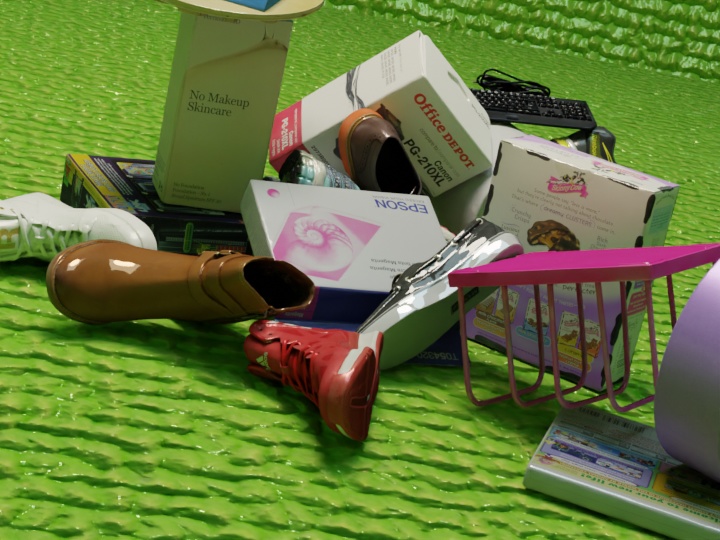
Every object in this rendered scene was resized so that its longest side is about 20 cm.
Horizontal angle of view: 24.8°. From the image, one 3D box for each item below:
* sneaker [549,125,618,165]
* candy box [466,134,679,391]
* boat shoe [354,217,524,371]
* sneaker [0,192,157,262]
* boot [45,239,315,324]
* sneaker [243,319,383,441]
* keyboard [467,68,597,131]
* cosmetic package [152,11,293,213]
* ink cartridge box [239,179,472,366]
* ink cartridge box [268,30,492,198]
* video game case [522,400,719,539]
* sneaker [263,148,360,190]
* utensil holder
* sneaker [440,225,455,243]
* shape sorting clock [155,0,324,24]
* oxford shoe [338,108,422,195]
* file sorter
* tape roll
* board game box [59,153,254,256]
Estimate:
[{"bbox_3d":[0.284,-0.071,1.863,0.084,0.202,0.074,-27,16,-11],"label":"sneaker"},{"bbox_3d":[0.197,-0.010,1.577,0.167,0.202,0.071,22,19,28],"label":"candy box"},{"bbox_3d":[0.062,0.021,1.491,0.199,0.069,0.057,-34,57,-24],"label":"boat shoe"},{"bbox_3d":[-0.288,-0.024,1.498,0.199,0.075,0.115,13,15,38],"label":"sneaker"},{"bbox_3d":[-0.151,0.015,1.394,0.199,0.078,0.154,15,-11,-43],"label":"boot"},{"bbox_3d":[-0.045,0.088,1.331,0.114,0.079,0.200,6,4,5],"label":"sneaker"},{"bbox_3d":[0.166,-0.200,1.855,0.198,0.040,0.104,6,24,-10],"label":"keyboard"},{"bbox_3d":[-0.139,-0.166,1.637,0.102,0.202,0.073,5,20,-18],"label":"cosmetic package"},{"bbox_3d":[0.000,0.000,1.539,0.194,0.044,0.201,4,42,-25],"label":"ink cartridge box"},{"bbox_3d":[0.023,-0.138,1.745,0.145,0.199,0.085,47,26,-34],"label":"ink cartridge box"},{"bbox_3d":[0.244,0.170,1.340,0.198,0.022,0.182,18,17,13],"label":"video game case"},{"bbox_3d":[-0.061,-0.057,1.694,0.086,0.078,0.200,21,-17,-16],"label":"sneaker"},{"bbox_3d":[0.144,-0.083,1.840,0.168,0.172,0.200,3,22,-29],"label":"utensil holder"},{"bbox_3d":[0.024,0.002,1.646,0.198,0.081,0.075,-4,44,-32],"label":"sneaker"},{"bbox_3d":[-0.132,-0.279,1.587,0.198,0.040,0.200,11,23,-5],"label":"shape sorting clock"},{"bbox_3d":[0.032,-0.066,1.681,0.071,0.201,0.072,-32,35,-16],"label":"oxford shoe"},{"bbox_3d":[0.199,0.051,1.409,0.198,0.127,0.138,-2,6,38],"label":"file sorter"},{"bbox_3d":[0.322,0.075,1.319,0.199,0.202,0.065,-5,24,-45],"label":"tape roll"},{"bbox_3d":[-0.205,-0.059,1.690,0.164,0.057,0.200,2,20,-25],"label":"board game box"}]
